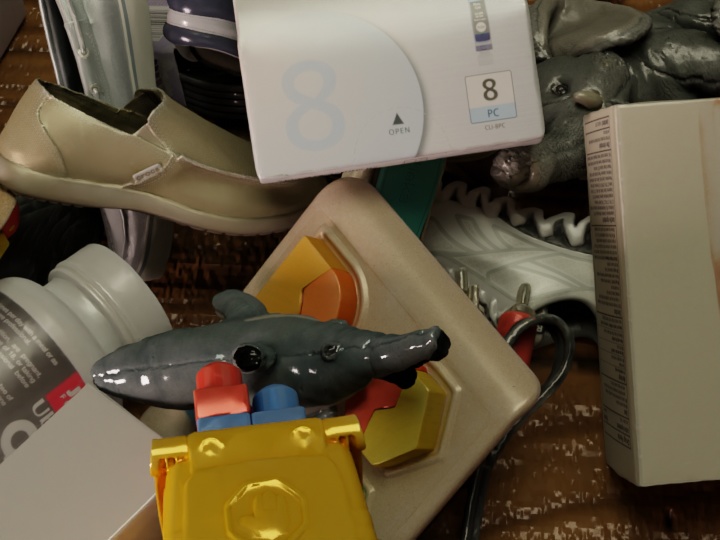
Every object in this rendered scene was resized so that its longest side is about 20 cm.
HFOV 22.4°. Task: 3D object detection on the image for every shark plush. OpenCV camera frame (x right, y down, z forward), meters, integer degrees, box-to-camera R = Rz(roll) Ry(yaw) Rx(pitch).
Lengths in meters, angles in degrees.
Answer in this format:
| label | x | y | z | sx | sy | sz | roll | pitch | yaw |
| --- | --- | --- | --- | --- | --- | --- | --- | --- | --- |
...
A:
| label | x | y | z | sx | sy | sz | roll | pitch | yaw |
| --- | --- | --- | --- | --- | --- | --- | --- | --- | --- |
| shark plush | -0.042 | 0.057 | 0.938 | 0.199 | 0.083 | 0.091 | 8 | 85 | 38 |

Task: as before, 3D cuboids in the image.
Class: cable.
| label | x | y | z | sx | sy | sz | roll | pitch | yaw |
| --- | --- | --- | --- | --- | --- | --- | --- | --- | --- |
| cable | 0.065 | 0.094 | 1.017 | 0.097 | 0.050 | 0.201 | 8 | 77 | -4 |

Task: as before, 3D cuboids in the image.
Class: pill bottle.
| label | x | y | z | sx | sy | sz | roll | pitch | yaw |
| --- | --- | --- | --- | --- | --- | --- | --- | --- | --- |
| pill bottle | -0.203 | 0.074 | 1.013 | 0.111 | 0.111 | 0.200 | 37 | 63 | 27 |

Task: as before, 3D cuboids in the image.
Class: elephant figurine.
| label | x | y | z | sx | sy | sz | roll | pitch | yaw |
| --- | --- | --- | --- | --- | --- | --- | --- | --- | --- |
| elephant figurine | 0.152 | -0.110 | 1.121 | 0.199 | 0.155 | 0.142 | -8 | 78 | -10 |

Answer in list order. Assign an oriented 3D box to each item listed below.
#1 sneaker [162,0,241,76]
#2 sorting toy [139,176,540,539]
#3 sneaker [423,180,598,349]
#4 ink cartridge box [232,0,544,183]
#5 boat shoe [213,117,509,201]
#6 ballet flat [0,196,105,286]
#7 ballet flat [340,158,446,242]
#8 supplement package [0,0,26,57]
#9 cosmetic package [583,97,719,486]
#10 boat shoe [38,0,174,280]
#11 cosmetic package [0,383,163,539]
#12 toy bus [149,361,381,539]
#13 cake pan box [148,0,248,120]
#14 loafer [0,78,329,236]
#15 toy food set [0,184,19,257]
| label | x | y | z | sx | sy | sz | roll | pitch | yaw |
| --- | --- | --- | --- | --- | --- | --- | --- | --- | --- |
| sneaker | -0.048 | -0.174 | 1.107 | 0.070 | 0.109 | 0.200 | 15 | 14 | 35 |
| sorting toy | -0.022 | 0.074 | 0.990 | 0.200 | 0.036 | 0.185 | -49 | 57 | 14 |
| sneaker | 0.082 | 0.000 | 1.087 | 0.199 | 0.075 | 0.081 | 11 | 65 | 13 |
| ink cartridge box | 0.008 | -0.158 | 0.996 | 0.159 | 0.047 | 0.201 | -9 | 95 | -2 |
| boat shoe | 0.000 | -0.071 | 1.141 | 0.199 | 0.072 | 0.072 | 3 | 36 | 22 |
| ballet flat | -0.196 | -0.029 | 1.139 | 0.057 | 0.066 | 0.201 | -17 | 38 | 42 |
| ballet flat | 0.000 | 0.000 | 1.064 | 0.062 | 0.067 | 0.201 | 22 | 92 | 59 |
| supplement package | -0.318 | -0.153 | 1.187 | 0.119 | 0.122 | 0.201 | 12 | 54 | 12 |
| cosmetic package | 0.176 | 0.009 | 0.988 | 0.087 | 0.103 | 0.201 | -4 | 93 | -3 |
| boat shoe | -0.161 | -0.091 | 1.106 | 0.071 | 0.202 | 0.070 | -10 | 6 | -26 |
| cosmetic package | -0.174 | 0.170 | 0.940 | 0.085 | 0.108 | 0.200 | 31 | 58 | 24 |
| toy bus | -0.046 | 0.150 | 0.886 | 0.135 | 0.200 | 0.193 | -8 | 54 | -6 |
| cake pan box | -0.043 | -0.169 | 1.186 | 0.183 | 0.053 | 0.200 | 3 | 38 | 24 |
| loafer | -0.109 | -0.067 | 1.045 | 0.199 | 0.069 | 0.076 | 5 | 20 | -17 |
| toy food set | -0.279 | 0.011 | 1.029 | 0.199 | 0.049 | 0.198 | -21 | 23 | 17 |
